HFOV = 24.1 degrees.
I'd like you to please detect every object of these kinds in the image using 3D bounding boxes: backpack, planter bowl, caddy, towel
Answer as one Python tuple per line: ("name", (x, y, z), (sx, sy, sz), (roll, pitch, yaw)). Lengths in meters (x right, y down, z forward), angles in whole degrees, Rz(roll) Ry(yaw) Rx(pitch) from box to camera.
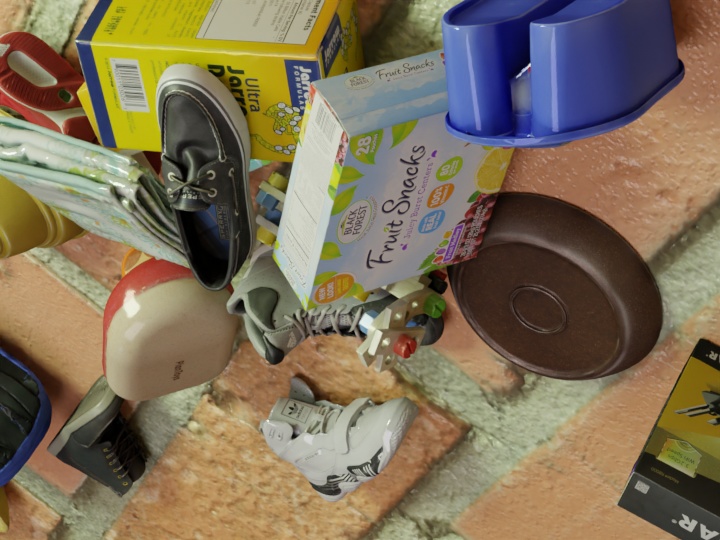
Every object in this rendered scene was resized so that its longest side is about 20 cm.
("backpack", (-0.448, 0.148, 1.911), (0.199, 0.163, 0.168), (30, 170, 7))
("planter bowl", (-0.367, -0.072, 1.655), (0.199, 0.084, 0.201), (26, 151, 16))
("caddy", (0.138, -0.139, 1.154), (0.141, 0.200, 0.106), (3, 115, 33))
("towel", (-0.224, -0.063, 1.455), (0.199, 0.048, 0.171), (19, 166, 33))

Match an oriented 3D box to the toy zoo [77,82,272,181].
("toy zoo", (-0.157, -0.130, 1.471), (0.199, 0.021, 0.132), (-19, 117, 28))

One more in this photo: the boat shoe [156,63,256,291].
("boat shoe", (-0.125, -0.065, 1.316), (0.069, 0.066, 0.201), (7, 136, 12))

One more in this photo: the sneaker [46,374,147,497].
("sneaker", (-0.274, 0.185, 1.891), (0.106, 0.075, 0.200), (36, 151, -7))

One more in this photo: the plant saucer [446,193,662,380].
("plant saucer", (0.155, 0.024, 1.428), (0.199, 0.035, 0.201), (21, 139, 20))

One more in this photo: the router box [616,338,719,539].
("router box", (0.325, 0.164, 1.343), (0.199, 0.158, 0.052), (27, 141, 10))

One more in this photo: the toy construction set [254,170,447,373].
("toy construction set", (0.000, 0.000, 1.433), (0.200, 0.092, 0.131), (49, -170, 31))

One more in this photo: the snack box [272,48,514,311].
("snack box", (0.030, -0.073, 1.307), (0.068, 0.168, 0.201), (56, 149, 31))

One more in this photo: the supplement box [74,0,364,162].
("supplement box", (-0.107, -0.165, 1.339), (0.198, 0.109, 0.110), (6, 135, 15))

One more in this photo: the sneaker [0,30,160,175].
("sneaker", (-0.275, -0.150, 1.564), (0.200, 0.078, 0.115), (48, 166, -28))

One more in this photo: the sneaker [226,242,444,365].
("sneaker", (-0.032, 0.052, 1.529), (0.199, 0.116, 0.075), (18, 138, 22))

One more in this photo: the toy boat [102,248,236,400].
("toy boat", (-0.193, 0.033, 1.629), (0.200, 0.130, 0.131), (111, 141, -65))

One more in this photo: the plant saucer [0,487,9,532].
("plant saucer", (-0.547, 0.239, 2.160), (0.199, 0.049, 0.201), (3, 130, 35))

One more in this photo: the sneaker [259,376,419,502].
("sneaker", (-0.028, 0.155, 1.662), (0.115, 0.075, 0.200), (37, 145, -6))
